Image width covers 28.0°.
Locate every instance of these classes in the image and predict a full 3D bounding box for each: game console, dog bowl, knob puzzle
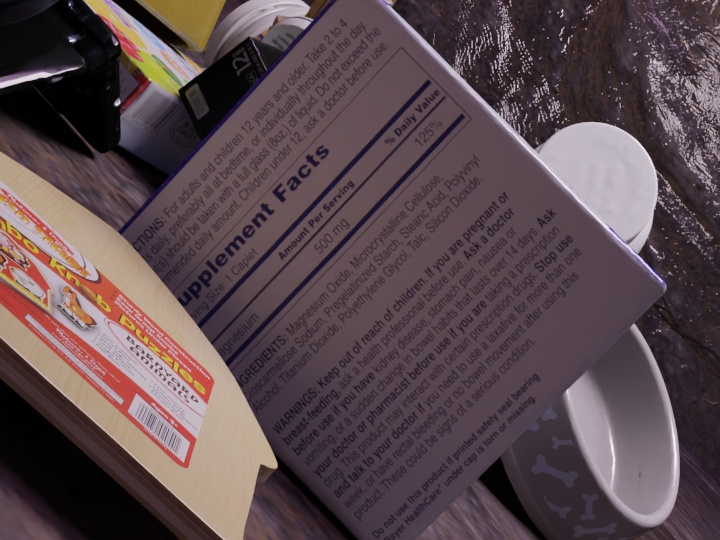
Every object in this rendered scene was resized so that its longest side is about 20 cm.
[{"bbox_3d":[-0.233,-0.144,0.776,0.200,0.116,0.176,47,-22,11],"label":"game console"},{"bbox_3d":[0.169,0.106,1.057,0.200,0.058,0.202,33,48,-44],"label":"dog bowl"},{"bbox_3d":[-0.111,0.017,0.534,0.219,0.030,0.220,43,8,-8],"label":"knob puzzle"}]

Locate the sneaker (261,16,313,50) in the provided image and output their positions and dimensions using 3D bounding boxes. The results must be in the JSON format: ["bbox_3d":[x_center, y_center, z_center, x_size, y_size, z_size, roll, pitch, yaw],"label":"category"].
[{"bbox_3d":[-0.032,-0.114,1.083,0.078,0.080,0.201,21,-43,20],"label":"sneaker"}]

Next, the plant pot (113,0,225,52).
[{"bbox_3d":[-0.179,-0.311,1.057,0.195,0.201,0.194,24,-9,44],"label":"plant pot"}]

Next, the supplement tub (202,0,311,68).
[{"bbox_3d":[-0.043,-0.139,1.260,0.144,0.144,0.200,35,12,-50],"label":"supplement tub"}]

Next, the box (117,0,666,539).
[{"bbox_3d":[0.011,-0.001,0.695,0.200,0.184,0.105,45,9,3],"label":"box"}]

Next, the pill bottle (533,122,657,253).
[{"bbox_3d":[0.160,-0.039,1.090,0.110,0.110,0.200,46,-9,8],"label":"pill bottle"}]

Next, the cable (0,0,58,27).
[{"bbox_3d":[-0.201,-0.194,0.724,0.162,0.051,0.201,28,41,-11],"label":"cable"}]

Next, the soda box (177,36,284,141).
[{"bbox_3d":[-0.035,-0.040,0.893,0.071,0.063,0.201,10,52,-63],"label":"soda box"}]

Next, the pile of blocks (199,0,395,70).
[{"bbox_3d":[-0.052,-0.153,1.136,0.082,0.199,0.063,34,32,-50],"label":"pile of blocks"}]

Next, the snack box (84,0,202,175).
[{"bbox_3d":[-0.142,-0.120,0.993,0.142,0.053,0.200,51,9,29],"label":"snack box"}]
